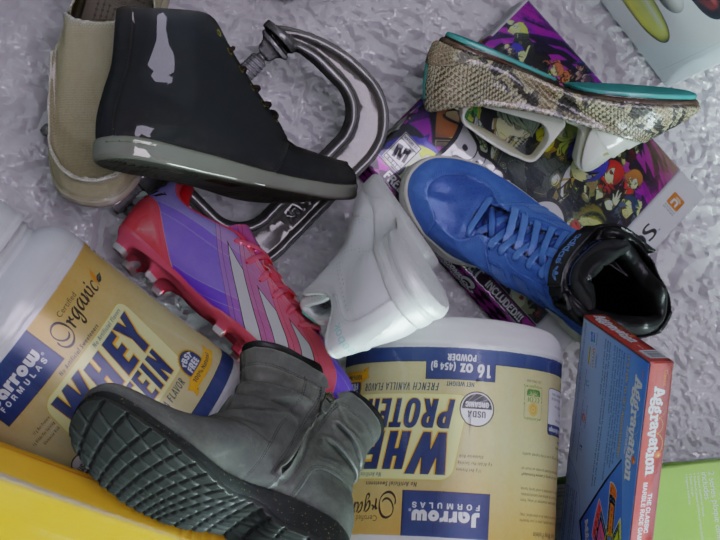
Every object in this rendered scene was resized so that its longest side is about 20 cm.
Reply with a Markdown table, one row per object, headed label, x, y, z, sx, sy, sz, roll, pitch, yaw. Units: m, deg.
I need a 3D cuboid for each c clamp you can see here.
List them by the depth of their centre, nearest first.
| label | x | y | z | sx | sy | sz | roll | pitch | yaw |
| --- | --- | --- | --- | --- | --- | --- | --- | --- | --- |
| c clamp | -0.086 | -0.093 | 1.355 | 0.200 | 0.027 | 0.171 | -40 | 100 | -6 |

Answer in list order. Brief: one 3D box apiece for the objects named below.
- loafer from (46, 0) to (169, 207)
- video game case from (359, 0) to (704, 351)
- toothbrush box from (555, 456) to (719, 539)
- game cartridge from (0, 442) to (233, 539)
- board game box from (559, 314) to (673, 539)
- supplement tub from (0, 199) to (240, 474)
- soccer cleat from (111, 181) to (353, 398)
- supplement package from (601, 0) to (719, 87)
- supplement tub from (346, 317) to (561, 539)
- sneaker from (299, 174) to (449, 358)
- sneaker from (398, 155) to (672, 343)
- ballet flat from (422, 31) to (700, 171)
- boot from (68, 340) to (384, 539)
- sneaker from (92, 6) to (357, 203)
| label | x | y | z | sx | sy | sz | roll | pitch | yaw |
| --- | --- | --- | --- | --- | --- | --- | --- | --- | --- |
| loafer | -0.169 | -0.140 | 1.310 | 0.076 | 0.068 | 0.200 | 2 | 70 | 7 |
| video game case | 0.123 | -0.063 | 1.438 | 0.200 | 0.036 | 0.181 | 47 | 71 | -7 |
| toothbrush box | 0.244 | 0.173 | 1.390 | 0.200 | 0.146 | 0.086 | -3 | 83 | -19 |
| game cartridge | -0.192 | 0.174 | 1.225 | 0.200 | 0.176 | 0.032 | 21 | 49 | -16 |
| board game box | 0.162 | 0.139 | 1.292 | 0.019 | 0.103 | 0.200 | 0 | 106 | -17 |
| supplement tub | -0.185 | 0.063 | 1.254 | 0.200 | 0.144 | 0.144 | 38 | 72 | -11 |
| soccer cleat | -0.073 | 0.015 | 1.298 | 0.200 | 0.067 | 0.076 | 37 | 78 | 17 |
| supplement package | 0.250 | -0.267 | 1.430 | 0.147 | 0.191 | 0.200 | -40 | 96 | -19 |
| supplement tub | 0.058 | 0.138 | 1.321 | 0.144 | 0.144 | 0.200 | 6 | 80 | -19 |
| sneaker | 0.000 | 0.000 | 1.284 | 0.088 | 0.200 | 0.075 | -35 | 104 | 9 |
| sneaker | 0.124 | -0.017 | 1.354 | 0.200 | 0.111 | 0.077 | 38 | 75 | -10 |
| ballet flat | 0.137 | -0.111 | 1.403 | 0.200 | 0.068 | 0.075 | 12 | 100 | -12 |
| boot | -0.078 | 0.093 | 1.190 | 0.200 | 0.068 | 0.131 | 34 | 43 | -24 |
| sneaker | -0.077 | -0.105 | 1.293 | 0.200 | 0.075 | 0.106 | 12 | 81 | -41 |
